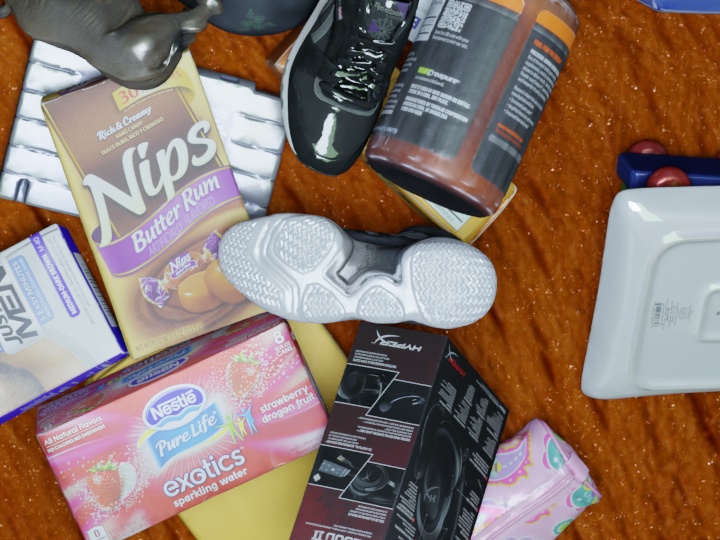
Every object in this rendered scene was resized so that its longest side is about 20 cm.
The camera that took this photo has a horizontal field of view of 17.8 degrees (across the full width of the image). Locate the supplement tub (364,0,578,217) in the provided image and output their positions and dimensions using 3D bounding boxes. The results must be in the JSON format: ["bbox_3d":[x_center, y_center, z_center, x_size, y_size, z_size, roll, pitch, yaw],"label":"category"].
[{"bbox_3d":[0.088,-0.146,1.637,0.107,0.107,0.201,26,84,-10],"label":"supplement tub"}]

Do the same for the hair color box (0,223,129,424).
[{"bbox_3d":[-0.282,0.060,1.695,0.199,0.065,0.110,-28,88,0],"label":"hair color box"}]

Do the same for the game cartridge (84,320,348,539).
[{"bbox_3d":[-0.083,0.115,1.756,0.176,0.032,0.200,-35,104,0],"label":"game cartridge"}]

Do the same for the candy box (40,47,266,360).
[{"bbox_3d":[-0.146,-0.050,1.676,0.116,0.056,0.201,-20,100,-3],"label":"candy box"}]

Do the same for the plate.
[{"bbox_3d":[0.275,0.024,1.731,0.199,0.032,0.200,-2,129,-9],"label":"plate"}]

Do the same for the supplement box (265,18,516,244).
[{"bbox_3d":[0.023,-0.107,1.712,0.069,0.067,0.200,-44,102,-2],"label":"supplement box"}]

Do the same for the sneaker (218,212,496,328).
[{"bbox_3d":[0.000,0.000,1.666,0.199,0.114,0.076,8,95,4],"label":"sneaker"}]

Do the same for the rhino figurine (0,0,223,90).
[{"bbox_3d":[-0.196,-0.189,1.639,0.200,0.060,0.087,27,61,28],"label":"rhino figurine"}]

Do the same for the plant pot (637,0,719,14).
[{"bbox_3d":[0.252,-0.284,1.629,0.199,0.200,0.181,-1,112,-23],"label":"plant pot"}]

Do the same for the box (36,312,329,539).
[{"bbox_3d":[-0.128,0.112,1.685,0.199,0.095,0.100,-24,101,-2],"label":"box"}]

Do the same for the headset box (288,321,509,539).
[{"bbox_3d":[0.027,0.160,1.670,0.077,0.149,0.201,10,71,27],"label":"headset box"}]

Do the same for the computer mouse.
[{"bbox_3d":[-0.122,-0.227,1.652,0.200,0.053,0.138,35,138,-15],"label":"computer mouse"}]

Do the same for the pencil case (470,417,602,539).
[{"bbox_3d":[0.087,0.202,1.761,0.200,0.087,0.088,-38,101,0],"label":"pencil case"}]

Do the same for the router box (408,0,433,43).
[{"bbox_3d":[0.015,-0.286,1.690,0.200,0.049,0.180,30,95,-10],"label":"router box"}]

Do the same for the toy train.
[{"bbox_3d":[0.290,-0.030,1.753,0.199,0.085,0.116,3,110,-8],"label":"toy train"}]

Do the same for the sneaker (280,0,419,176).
[{"bbox_3d":[-0.001,-0.166,1.622,0.075,0.088,0.201,16,88,-14],"label":"sneaker"}]

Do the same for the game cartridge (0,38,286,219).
[{"bbox_3d":[-0.159,-0.094,1.711,0.199,0.038,0.130,14,93,-8],"label":"game cartridge"}]
